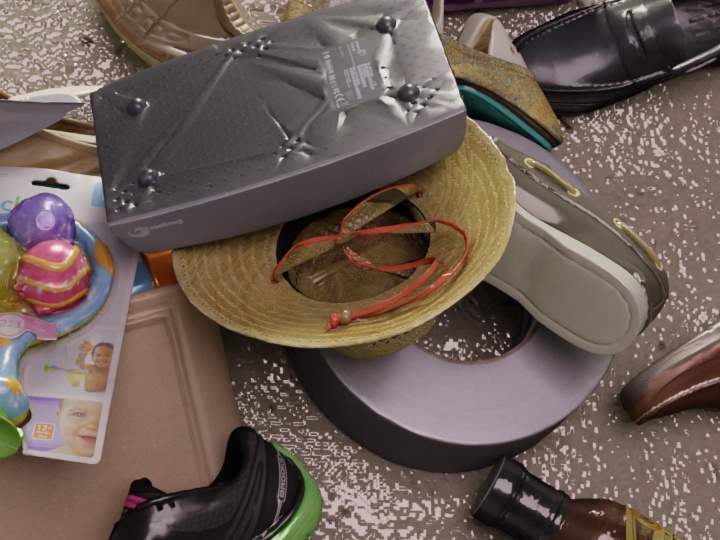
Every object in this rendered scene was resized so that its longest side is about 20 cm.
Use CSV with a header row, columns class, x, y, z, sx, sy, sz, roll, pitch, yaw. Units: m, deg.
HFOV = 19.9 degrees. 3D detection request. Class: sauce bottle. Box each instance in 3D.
class,x,y,z,sx,sy,sz,roll,pitch,yaw
sauce bottle,0.157,0.175,1.184,0.199,0.065,0.065,31,67,-2

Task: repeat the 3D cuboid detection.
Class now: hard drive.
class,x,y,z,sx,sy,sz,roll,pitch,yaw
hard drive,-0.045,-0.081,1.126,0.198,0.043,0.135,-18,42,1

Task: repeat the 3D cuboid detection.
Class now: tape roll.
class,x,y,z,sx,sy,sz,roll,pitch,yaw
tape roll,0.053,0.014,1.218,0.198,0.066,0.202,4,69,-11

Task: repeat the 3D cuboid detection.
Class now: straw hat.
class,x,y,z,sx,sy,sz,roll,pitch,yaw
straw hat,0.000,0.000,1.121,0.199,0.085,0.202,-11,43,11

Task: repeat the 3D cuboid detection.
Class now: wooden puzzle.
class,x,y,z,sx,sy,sz,roll,pitch,yaw
wooden puzzle,-0.156,0.116,1.128,0.198,0.037,0.187,-14,95,-21

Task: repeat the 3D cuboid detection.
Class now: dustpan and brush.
class,x,y,z,sx,sy,sz,roll,pitch,yaw
dustpan and brush,-0.268,-0.078,1.132,0.139,0.199,0.058,-4,72,-58

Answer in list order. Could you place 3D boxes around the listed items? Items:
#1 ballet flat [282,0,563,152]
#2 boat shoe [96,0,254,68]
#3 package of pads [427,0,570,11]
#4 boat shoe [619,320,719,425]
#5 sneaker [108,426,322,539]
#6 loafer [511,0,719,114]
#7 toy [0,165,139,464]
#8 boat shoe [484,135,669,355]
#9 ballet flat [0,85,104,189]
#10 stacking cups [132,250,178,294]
class,x,y,z,sx,sy,sz,roll,pitch,yaw
ballet flat,0.048,-0.133,1.227,0.199,0.071,0.071,22,66,-24
boat shoe,-0.093,-0.127,1.238,0.071,0.065,0.200,-37,66,-15
package of pads,0.061,-0.212,1.272,0.198,0.121,0.076,-6,72,-15
boat shoe,0.252,0.059,1.245,0.198,0.076,0.072,-19,78,-17
sneaker,-0.112,0.158,1.093,0.200,0.077,0.084,-39,96,-27
loafer,0.181,-0.150,1.304,0.199,0.070,0.069,-15,76,-17
toy,-0.180,0.007,1.092,0.114,0.047,0.201,6,50,-1
boat shoe,0.087,-0.031,1.173,0.201,0.072,0.060,38,38,14
ballet flat,-0.134,-0.072,1.199,0.198,0.069,0.064,6,105,-10
stacking cups,-0.140,0.011,1.173,0.198,0.061,0.061,-21,76,-17
